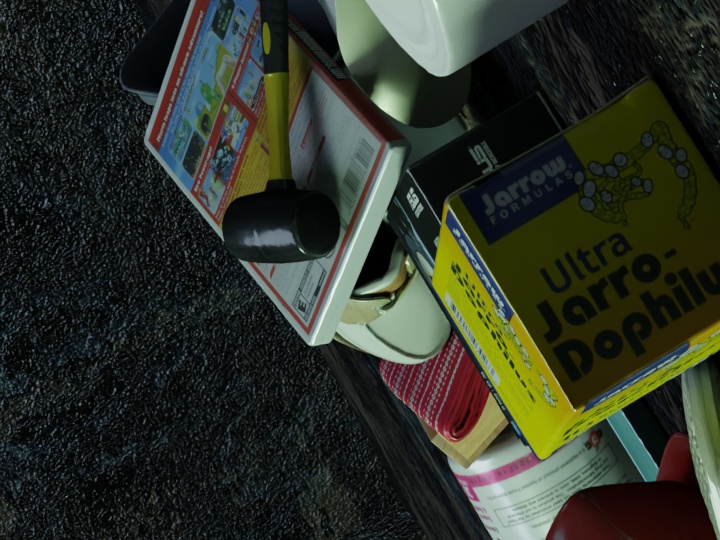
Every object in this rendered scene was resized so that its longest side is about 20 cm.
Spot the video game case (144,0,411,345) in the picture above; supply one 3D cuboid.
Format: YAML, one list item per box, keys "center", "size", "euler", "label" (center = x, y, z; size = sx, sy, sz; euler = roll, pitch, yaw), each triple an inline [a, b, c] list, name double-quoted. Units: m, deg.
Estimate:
- center: [-0.053, -0.074, 1.359]
  size: [0.200, 0.017, 0.143]
  euler: [49, 131, 35]
  label: "video game case"

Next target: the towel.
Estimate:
- center: [0.064, 0.027, 1.548]
  size: [0.022, 0.145, 0.200]
  euler: [21, -175, -15]
  label: "towel"

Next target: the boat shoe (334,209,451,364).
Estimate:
- center: [0.000, 0.000, 1.449]
  size: [0.068, 0.075, 0.200]
  euler: [19, 163, 48]
  label: "boat shoe"

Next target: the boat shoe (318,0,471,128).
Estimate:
- center: [0.000, -0.170, 1.299]
  size: [0.200, 0.071, 0.063]
  euler: [56, -173, -24]
  label: "boat shoe"

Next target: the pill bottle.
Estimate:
- center: [0.153, 0.180, 1.590]
  size: [0.201, 0.113, 0.113]
  euler: [60, 174, -11]
  label: "pill bottle"

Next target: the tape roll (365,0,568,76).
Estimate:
- center: [0.015, -0.190, 1.055]
  size: [0.203, 0.071, 0.202]
  euler: [57, 175, 8]
  label: "tape roll"

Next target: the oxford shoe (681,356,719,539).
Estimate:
- center: [0.207, 0.130, 1.174]
  size: [0.075, 0.057, 0.201]
  euler: [55, -164, -69]
  label: "oxford shoe"

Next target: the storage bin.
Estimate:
- center: [-0.029, -0.118, 1.492]
  size: [0.199, 0.146, 0.134]
  euler: [12, 149, 48]
  label: "storage bin"

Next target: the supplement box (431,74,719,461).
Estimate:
- center: [0.107, 0.006, 1.083]
  size: [0.110, 0.109, 0.200]
  euler: [58, 175, 9]
  label: "supplement box"

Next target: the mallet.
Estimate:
- center: [-0.054, -0.101, 1.315]
  size: [0.066, 0.041, 0.201]
  euler: [-13, 81, 45]
  label: "mallet"

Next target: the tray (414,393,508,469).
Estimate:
- center: [0.075, 0.059, 1.607]
  size: [0.037, 0.099, 0.200]
  euler: [40, -174, -16]
  label: "tray"

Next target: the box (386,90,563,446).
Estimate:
- center: [0.095, 0.005, 1.311]
  size: [0.164, 0.086, 0.200]
  euler: [59, 175, 3]
  label: "box"

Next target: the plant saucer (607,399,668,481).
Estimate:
- center: [0.187, 0.121, 1.472]
  size: [0.201, 0.019, 0.070]
  euler: [59, 175, 7]
  label: "plant saucer"

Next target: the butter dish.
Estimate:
- center: [0.143, 0.204, 1.303]
  size: [0.200, 0.147, 0.201]
  euler: [-134, 52, -66]
  label: "butter dish"
